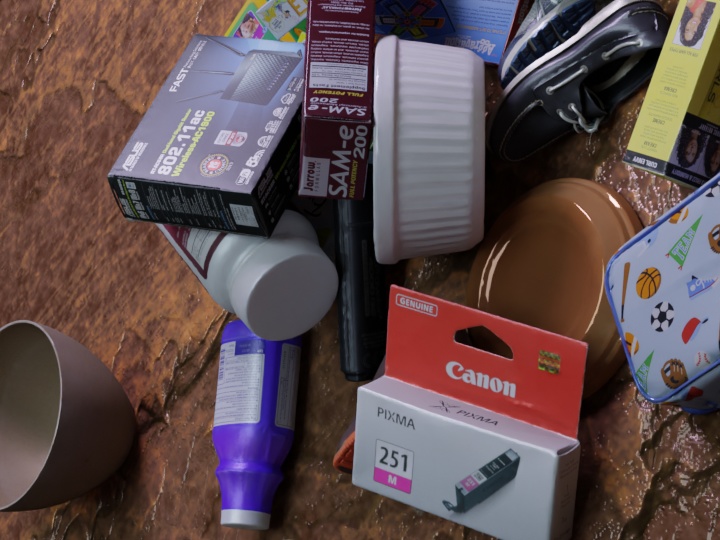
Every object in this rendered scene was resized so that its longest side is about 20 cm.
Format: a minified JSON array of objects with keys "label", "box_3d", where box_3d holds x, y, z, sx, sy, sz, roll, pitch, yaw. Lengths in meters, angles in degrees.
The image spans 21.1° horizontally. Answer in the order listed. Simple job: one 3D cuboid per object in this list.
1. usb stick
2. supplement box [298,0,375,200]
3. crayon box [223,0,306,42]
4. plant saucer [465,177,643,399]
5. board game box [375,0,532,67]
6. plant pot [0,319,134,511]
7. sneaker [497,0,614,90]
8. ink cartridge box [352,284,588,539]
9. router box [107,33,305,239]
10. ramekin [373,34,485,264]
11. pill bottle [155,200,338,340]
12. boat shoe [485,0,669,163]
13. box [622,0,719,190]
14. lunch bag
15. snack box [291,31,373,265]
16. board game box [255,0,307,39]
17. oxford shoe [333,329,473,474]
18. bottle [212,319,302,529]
[{"label":"usb stick","box_3d":[0.000,0.000,1.767,0.033,0.055,0.200,1,95,41]},{"label":"supplement box","box_3d":[-0.020,-0.172,1.674,0.109,0.061,0.200,97,176,-54]},{"label":"crayon box","box_3d":[-0.115,-0.176,1.988,0.200,0.058,0.119,-54,45,22]},{"label":"plant saucer","box_3d":[0.157,0.016,1.635,0.200,0.037,0.200,-18,66,44]},{"label":"board game box","box_3d":[0.084,-0.250,1.818,0.200,0.019,0.103,18,90,50]},{"label":"plant pot","box_3d":[-0.319,0.163,2.051,0.200,0.134,0.201,-18,66,45]},{"label":"sneaker","box_3d":[0.187,-0.236,1.669,0.200,0.077,0.085,-50,36,16]},{"label":"ink cartridge box","box_3d":[0.087,0.121,1.592,0.200,0.044,0.174,17,114,33]},{"label":"router box","box_3d":[-0.118,-0.126,1.763,0.150,0.062,0.200,7,50,25]},{"label":"ramekin","box_3d":[0.061,-0.104,1.676,0.094,0.202,0.203,0,73,4]},{"label":"pill bottle","box_3d":[-0.108,-0.030,1.794,0.114,0.114,0.200,-58,45,18]},{"label":"boat shoe","box_3d":[0.184,-0.149,1.633,0.200,0.073,0.063,-43,48,28]},{"label":"box","box_3d":[0.277,-0.166,1.532,0.050,0.075,0.200,23,94,47]},{"label":"lunch bag","box_3d":[0.282,0.006,1.471,0.200,0.075,0.160,-38,50,36]},{"label":"snack box","box_3d":[-0.032,-0.106,1.865,0.169,0.068,0.200,37,107,46]},{"label":"board game box","box_3d":[-0.004,-0.302,1.825,0.134,0.034,0.200,-34,10,38]},{"label":"oxford shoe","box_3d":[0.039,0.112,1.714,0.200,0.071,0.073,-47,38,36]},{"label":"bottle","box_3d":[-0.102,0.148,1.864,0.083,0.065,0.200,-11,70,47]}]
